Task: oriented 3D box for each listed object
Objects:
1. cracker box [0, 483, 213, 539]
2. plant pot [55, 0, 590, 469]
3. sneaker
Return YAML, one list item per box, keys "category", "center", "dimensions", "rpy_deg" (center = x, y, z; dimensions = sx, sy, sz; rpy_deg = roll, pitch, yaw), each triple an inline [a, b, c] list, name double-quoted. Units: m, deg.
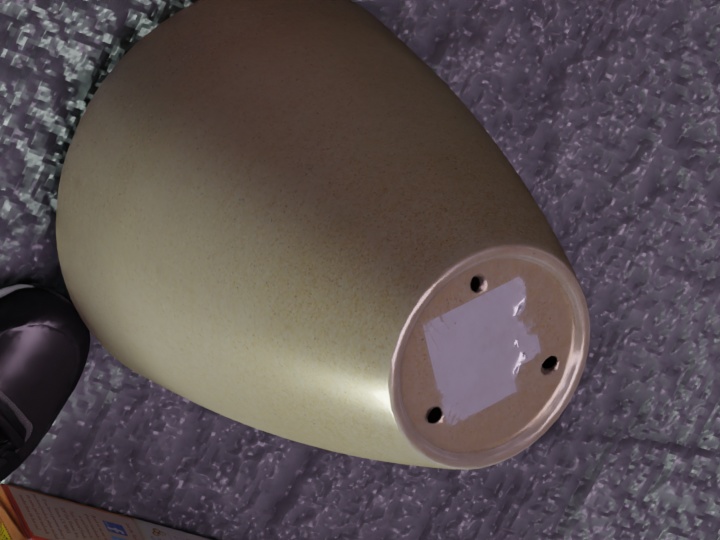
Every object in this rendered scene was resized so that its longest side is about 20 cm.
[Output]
- category: "cracker box"
  center: [-0.098, 0.189, 1.351]
  dimensions: [0.199, 0.058, 0.134]
  rpy_deg: [18, 107, -29]
- category: "plant pot"
  center: [0.000, 0.000, 1.202]
  dimensions: [0.187, 0.200, 0.188]
  rpy_deg: [-12, 116, -27]
- category: "sneaker"
  center: [-0.183, 0.097, 1.253]
  dimensions: [0.200, 0.088, 0.076]
  rpy_deg: [-45, 122, 2]
